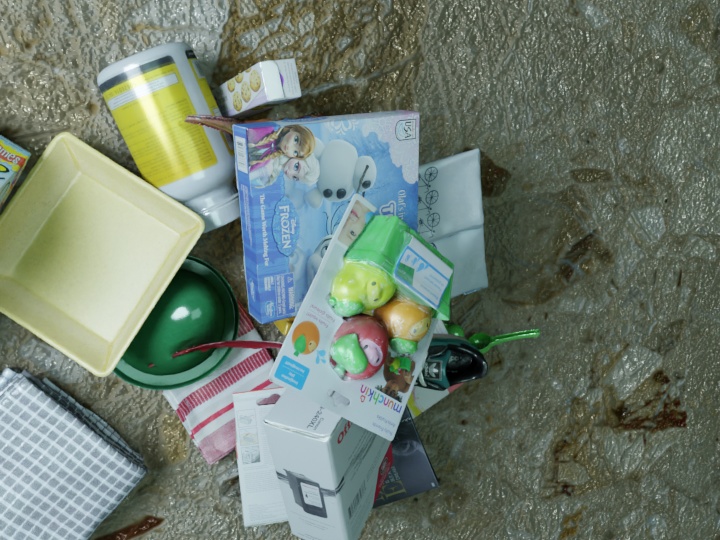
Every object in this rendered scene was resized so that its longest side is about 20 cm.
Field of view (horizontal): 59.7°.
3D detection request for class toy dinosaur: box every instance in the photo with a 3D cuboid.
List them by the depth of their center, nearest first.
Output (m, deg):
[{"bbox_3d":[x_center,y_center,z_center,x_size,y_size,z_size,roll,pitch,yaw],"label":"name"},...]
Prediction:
[{"bbox_3d":[-0.093,-0.165,0.738,0.105,0.182,0.200,-28,127,16],"label":"toy dinosaur"}]

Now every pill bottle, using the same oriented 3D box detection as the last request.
[{"bbox_3d":[-0.206,-0.146,0.720,0.112,0.112,0.201,-27,108,-19],"label":"pill bottle"}]

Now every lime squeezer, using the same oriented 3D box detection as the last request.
[{"bbox_3d":[0.162,0.094,0.948,0.198,0.071,0.038,15,57,2],"label":"lime squeezer"}]

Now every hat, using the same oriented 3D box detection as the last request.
[{"bbox_3d":[-0.197,0.053,0.699,0.199,0.176,0.167,-19,93,-20],"label":"hat"}]

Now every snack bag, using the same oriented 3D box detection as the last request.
[{"bbox_3d":[0.081,-0.035,0.785,0.187,0.021,0.201,-19,117,-23],"label":"snack bag"}]

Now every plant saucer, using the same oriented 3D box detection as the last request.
[{"bbox_3d":[-0.299,-0.018,0.697,0.199,0.048,0.201,32,84,5],"label":"plant saucer"}]

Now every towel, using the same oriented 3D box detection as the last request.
[{"bbox_3d":[-0.371,0.229,0.712,0.166,0.085,0.200,-48,113,-12],"label":"towel"},{"bbox_3d":[-0.184,0.137,0.820,0.144,0.023,0.201,-32,109,-18],"label":"towel"}]

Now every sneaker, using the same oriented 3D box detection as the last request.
[{"bbox_3d":[0.074,0.118,0.821,0.198,0.080,0.072,-1,99,-19],"label":"sneaker"}]

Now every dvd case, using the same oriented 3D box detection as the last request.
[{"bbox_3d":[-0.007,0.272,0.875,0.199,0.016,0.150,-20,109,8],"label":"dvd case"}]

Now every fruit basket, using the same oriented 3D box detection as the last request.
[{"bbox_3d":[0.018,0.053,0.641,0.185,0.093,0.201,37,65,-36],"label":"fruit basket"}]

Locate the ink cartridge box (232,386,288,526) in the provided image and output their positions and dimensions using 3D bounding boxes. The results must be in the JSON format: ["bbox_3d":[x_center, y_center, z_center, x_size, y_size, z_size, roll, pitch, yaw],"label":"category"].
[{"bbox_3d":[-0.107,0.231,0.817,0.108,0.050,0.202,-5,109,-10],"label":"ink cartridge box"}]

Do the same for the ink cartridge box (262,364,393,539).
[{"bbox_3d":[-0.029,0.203,0.736,0.145,0.083,0.201,-52,144,-47],"label":"ink cartridge box"}]

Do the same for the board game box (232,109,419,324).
[{"bbox_3d":[-0.028,-0.062,0.671,0.198,0.043,0.202,-13,113,-29],"label":"board game box"}]

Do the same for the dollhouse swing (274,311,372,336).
[{"bbox_3d":[0.000,0.000,0.816,0.175,0.182,0.201,18,89,-15],"label":"dollhouse swing"}]

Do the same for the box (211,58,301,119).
[{"bbox_3d":[-0.122,-0.198,0.702,0.038,0.200,0.042,-15,104,-25],"label":"box"}]

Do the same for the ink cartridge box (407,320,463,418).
[{"bbox_3d":[0.043,0.156,0.896,0.199,0.067,0.117,-33,108,-11],"label":"ink cartridge box"}]

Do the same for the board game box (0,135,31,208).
[{"bbox_3d":[-0.409,-0.057,0.578,0.103,0.201,0.105,33,119,-25],"label":"board game box"}]
